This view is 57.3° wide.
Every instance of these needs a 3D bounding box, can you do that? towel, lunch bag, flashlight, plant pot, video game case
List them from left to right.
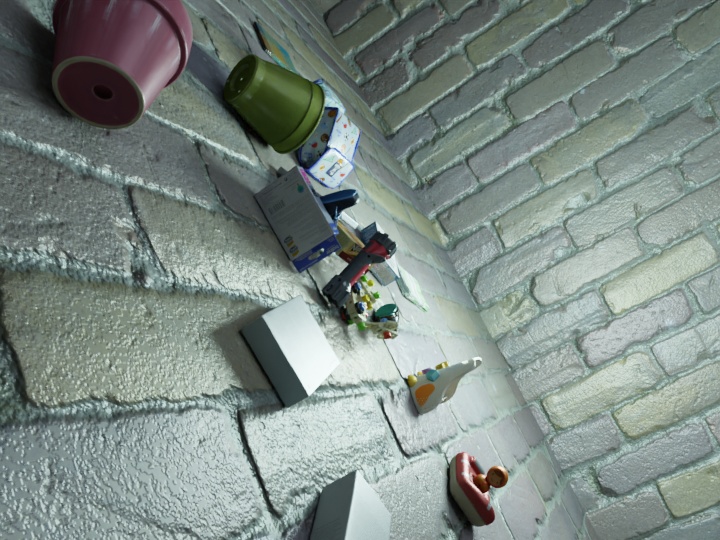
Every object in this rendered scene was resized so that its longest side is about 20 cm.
[{"bbox_3d":[-0.364,-0.317,0.975,0.200,0.199,0.180,45,37,-42],"label":"plant pot"},{"bbox_3d":[-0.223,-0.421,1.617,0.193,0.200,0.201,29,32,-41],"label":"plant pot"},{"bbox_3d":[-0.295,-0.764,2.305,0.200,0.022,0.147,29,33,-58],"label":"towel"},{"bbox_3d":[-0.144,-0.488,2.009,0.083,0.161,0.200,56,13,11],"label":"lunch bag"},{"bbox_3d":[-0.107,-0.182,1.655,0.200,0.018,0.143,38,2,31],"label":"video game case"},{"bbox_3d":[-0.091,-0.356,1.931,0.170,0.123,0.201,30,75,-61],"label":"lunch bag"},{"bbox_3d":[0.000,0.000,1.503,0.068,0.200,0.068,36,-17,14],"label":"flashlight"},{"bbox_3d":[0.171,0.050,2.241,0.200,0.031,0.150,36,29,-56],"label":"towel"}]

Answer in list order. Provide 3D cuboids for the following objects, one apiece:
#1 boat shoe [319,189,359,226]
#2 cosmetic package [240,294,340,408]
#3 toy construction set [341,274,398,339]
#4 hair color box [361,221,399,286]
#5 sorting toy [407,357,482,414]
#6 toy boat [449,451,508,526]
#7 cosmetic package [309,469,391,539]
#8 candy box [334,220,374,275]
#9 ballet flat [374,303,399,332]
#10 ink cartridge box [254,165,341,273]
[{"bbox_3d":[-0.079,-0.129,1.474,0.084,0.199,0.069,-41,113,-48],"label":"boat shoe"},{"bbox_3d":[-0.115,0.134,1.146,0.151,0.052,0.200,58,15,1],"label":"cosmetic package"},{"bbox_3d":[0.011,0.090,1.574,0.131,0.092,0.200,45,10,-42],"label":"toy construction set"},{"bbox_3d":[0.058,-0.053,2.019,0.100,0.060,0.200,50,18,-31],"label":"hair color box"},{"bbox_3d":[0.232,0.280,1.726,0.107,0.180,0.200,63,15,12],"label":"sorting toy"},{"bbox_3d":[0.293,0.512,1.580,0.131,0.130,0.200,56,16,-11],"label":"toy boat"},{"bbox_3d":[-0.016,0.393,0.940,0.102,0.071,0.200,56,16,-12],"label":"cosmetic package"},{"bbox_3d":[-0.052,-0.082,1.612,0.115,0.055,0.200,36,8,-46],"label":"candy box"},{"bbox_3d":[0.070,0.134,1.702,0.200,0.068,0.069,-51,127,-82],"label":"ballet flat"},{"bbox_3d":[-0.130,-0.108,1.417,0.201,0.119,0.042,61,17,6],"label":"ink cartridge box"}]
